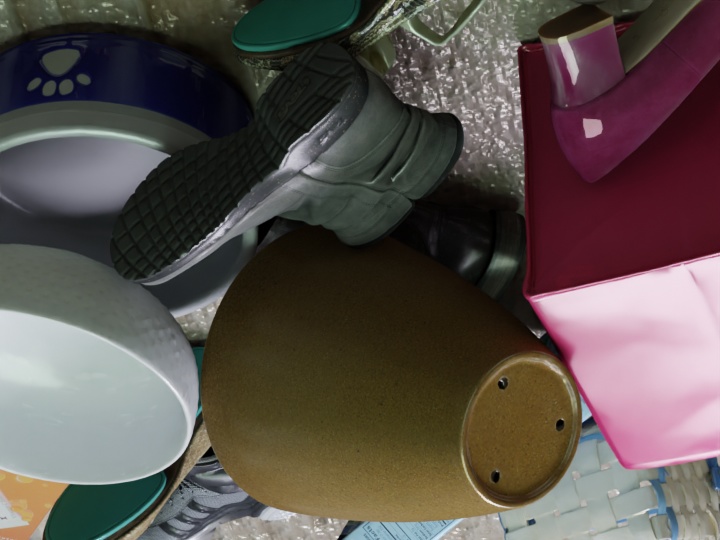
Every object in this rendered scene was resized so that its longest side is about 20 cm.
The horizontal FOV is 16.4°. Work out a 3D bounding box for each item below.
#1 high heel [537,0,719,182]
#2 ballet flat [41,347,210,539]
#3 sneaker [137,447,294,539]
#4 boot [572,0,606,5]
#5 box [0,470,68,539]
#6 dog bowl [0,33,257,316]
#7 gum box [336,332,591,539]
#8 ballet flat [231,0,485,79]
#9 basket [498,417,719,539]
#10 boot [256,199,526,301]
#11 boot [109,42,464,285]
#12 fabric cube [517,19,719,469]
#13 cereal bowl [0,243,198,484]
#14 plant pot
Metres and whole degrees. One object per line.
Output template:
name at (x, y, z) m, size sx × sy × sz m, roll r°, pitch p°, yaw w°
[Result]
high heel at (0.199, -0.124, 1.418) m, size 0.199 × 0.067 × 0.096 m, roll -24°, pitch 118°, yaw -13°
ballet flat at (-0.148, 0.142, 1.745) m, size 0.070 × 0.200 × 0.065 m, roll 26°, pitch 148°, yaw 25°
sneaker at (-0.132, 0.154, 1.858) m, size 0.199 × 0.076 × 0.114 m, roll -23°, pitch 137°, yaw 21°
boot at (0.184, -0.217, 1.347) m, size 0.199 × 0.071 × 0.146 m, roll -23°, pitch 161°, yaw -5°
box at (-0.263, 0.103, 1.770) m, size 0.124 × 0.098 × 0.200 m, roll 16°, pitch 142°, yaw -19°
dog bowl at (-0.162, -0.054, 1.557) m, size 0.199 × 0.079 × 0.201 m, roll 1°, pitch 144°, yaw 0°
gum box at (0.079, 0.118, 1.676) m, size 0.200 × 0.170 × 0.045 m, roll -40°, pitch 93°, yaw 14°
ballet flat at (0.018, -0.152, 1.438) m, size 0.199 × 0.068 × 0.075 m, roll -28°, pitch 125°, yaw 30°
basket at (0.192, 0.174, 1.832) m, size 0.176 × 0.140 × 0.200 m, roll -21°, pitch 173°, yaw 28°
boot at (0.000, 0.000, 1.655) m, size 0.173 × 0.069 × 0.200 m, roll 15°, pitch 131°, yaw -17°
boot at (-0.040, -0.039, 1.468) m, size 0.200 × 0.070 × 0.131 m, roll -34°, pitch 143°, yaw 20°
fabric cube at (0.215, -0.024, 1.498) m, size 0.199 × 0.197 × 0.200 m, roll -12°, pitch 142°, yaw 19°
cereal bowl at (-0.192, 0.047, 1.534) m, size 0.199 × 0.084 × 0.201 m, roll 9°, pitch 145°, yaw 6°
plant pot at (0.033, 0.076, 1.497) m, size 0.186 × 0.187 × 0.200 m, roll 33°, pitch 169°, yaw -36°
